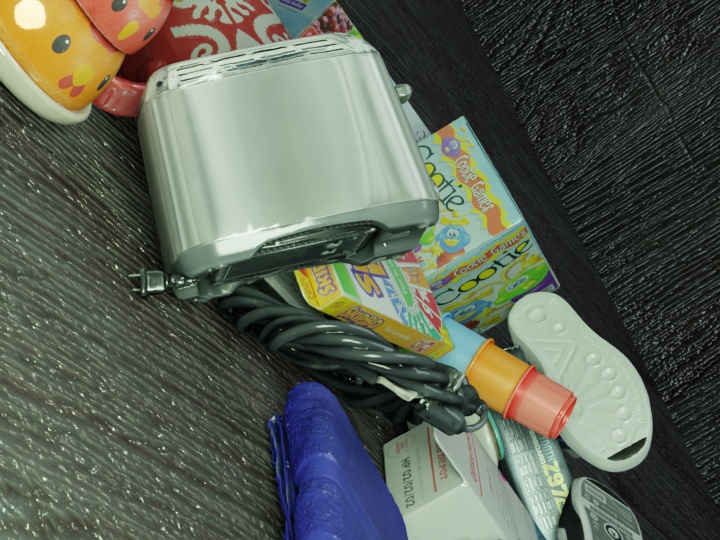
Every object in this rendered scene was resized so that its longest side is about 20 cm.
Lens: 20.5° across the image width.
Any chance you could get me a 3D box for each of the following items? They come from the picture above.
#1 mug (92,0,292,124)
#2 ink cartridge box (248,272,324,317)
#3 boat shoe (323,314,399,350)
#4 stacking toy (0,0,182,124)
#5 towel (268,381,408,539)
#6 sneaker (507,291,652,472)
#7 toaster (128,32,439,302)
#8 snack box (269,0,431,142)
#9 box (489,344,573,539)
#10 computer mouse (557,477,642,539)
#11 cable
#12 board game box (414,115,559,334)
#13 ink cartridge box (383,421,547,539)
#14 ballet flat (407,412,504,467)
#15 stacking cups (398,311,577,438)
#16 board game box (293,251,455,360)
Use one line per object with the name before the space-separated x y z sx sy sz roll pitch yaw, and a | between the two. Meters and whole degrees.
mug | -0.118 -0.161 1.350 0.178 0.133 0.200 46 14 -56
ink cartridge box | -0.078 -0.036 1.443 0.095 0.037 0.201 47 19 -45
boat shoe | -0.019 -0.003 1.493 0.060 0.071 0.201 93 -18 -58
stacking toy | -0.136 -0.192 1.159 0.146 0.199 0.146 55 12 -18
towel | -0.009 0.171 1.202 0.200 0.049 0.148 -97 162 -64
sneaker | 0.191 0.123 1.655 0.200 0.080 0.147 58 -8 43
toaster | -0.056 -0.062 1.207 0.114 0.199 0.130 124 -48 -73
snack box | -0.037 -0.157 1.682 0.168 0.068 0.200 30 -18 50
box | 0.140 0.174 1.646 0.158 0.051 0.201 91 -21 -76
computer mouse | 0.181 0.232 1.487 0.109 0.044 0.200 34 24 -15
cable | -0.021 0.055 1.279 0.163 0.051 0.200 25 -3 -40
board game box | 0.083 -0.029 1.632 0.105 0.103 0.200 61 4 21
ink cartridge box | 0.075 0.184 1.466 0.200 0.068 0.115 56 12 -22
ballet flat | 0.062 0.108 1.599 0.070 0.069 0.200 54 5 -27
stacking cups | 0.069 0.066 1.521 0.199 0.061 0.060 30 3 17
board game box | 0.000 0.000 1.396 0.200 0.030 0.096 23 40 -58
